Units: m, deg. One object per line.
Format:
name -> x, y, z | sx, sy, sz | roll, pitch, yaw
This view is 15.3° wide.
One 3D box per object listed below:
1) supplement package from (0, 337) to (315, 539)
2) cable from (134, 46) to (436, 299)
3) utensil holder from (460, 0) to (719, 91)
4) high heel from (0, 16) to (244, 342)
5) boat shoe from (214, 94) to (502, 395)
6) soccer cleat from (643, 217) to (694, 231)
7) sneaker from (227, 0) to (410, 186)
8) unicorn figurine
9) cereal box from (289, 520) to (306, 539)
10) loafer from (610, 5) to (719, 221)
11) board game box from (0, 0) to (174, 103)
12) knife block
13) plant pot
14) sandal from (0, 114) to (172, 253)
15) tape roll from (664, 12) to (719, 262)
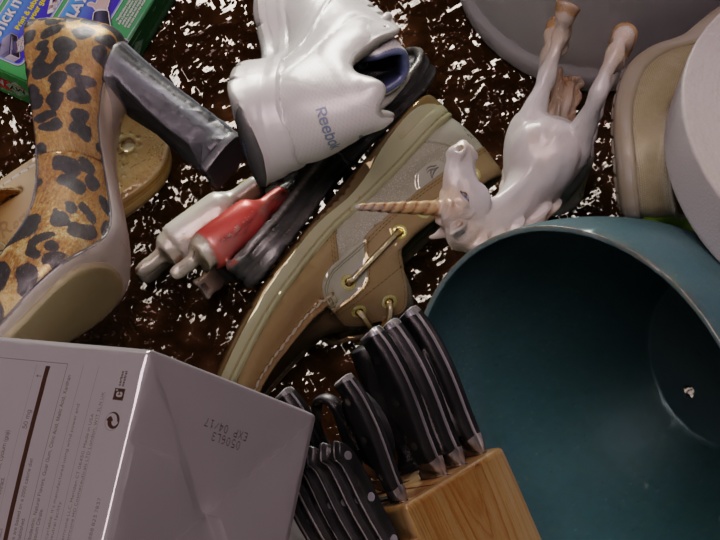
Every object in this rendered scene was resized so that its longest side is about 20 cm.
supplement package -> -0.142, 0.101, 1.211 | 0.200, 0.121, 0.120 | 3, 76, 39
cable -> -0.033, -0.057, 1.409 | 0.200, 0.097, 0.050 | -47, 106, -14
utensil holder -> 0.130, -0.215, 1.410 | 0.170, 0.200, 0.170 | -1, 65, 3
high heel -> -0.174, -0.039, 1.374 | 0.143, 0.071, 0.200 | 37, 70, 23
boat shoe -> 0.000, 0.000, 1.385 | 0.066, 0.074, 0.200 | 37, 76, 4
soccer cleat -> 0.228, -0.028, 1.349 | 0.200, 0.068, 0.081 | 8, 51, 44
sneaker -> -0.013, -0.111, 1.408 | 0.087, 0.075, 0.200 | -12, 33, 12
unicorn figurine -> 0.090, -0.065, 1.347 | 0.074, 0.200, 0.138 | 21, 89, 23
cereal box -> -0.073, 0.183, 1.269 | 0.144, 0.040, 0.200 | 12, 65, 10
loafer -> 0.183, -0.084, 1.345 | 0.068, 0.076, 0.200 | 5, 30, 28
board game box -> -0.161, -0.188, 1.513 | 0.134, 0.029, 0.200 | 23, 68, 15
knife block -> 0.044, 0.122, 1.257 | 0.200, 0.064, 0.176 | 27, 65, -32
plant pot -> 0.144, 0.061, 1.299 | 0.135, 0.200, 0.200 | -20, 58, -46
sandal -> -0.192, -0.024, 1.412 | 0.212, 0.070, 0.078 | -40, 68, -14
tape roll -> 0.243, -0.056, 1.261 | 0.202, 0.037, 0.203 | 5, 54, -7
